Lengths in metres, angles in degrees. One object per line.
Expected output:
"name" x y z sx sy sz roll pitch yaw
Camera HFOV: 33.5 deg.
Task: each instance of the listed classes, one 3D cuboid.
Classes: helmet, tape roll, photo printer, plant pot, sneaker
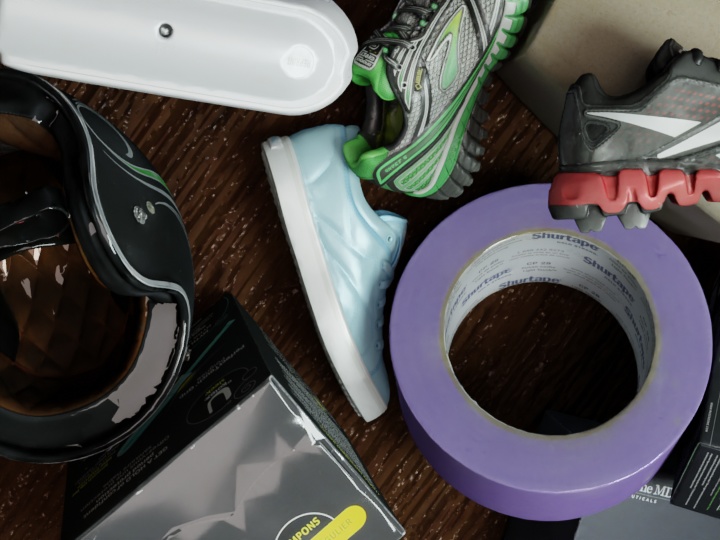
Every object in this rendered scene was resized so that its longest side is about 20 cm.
"helmet" -0.187 0.002 0.688 0.199 0.201 0.191 -30 149 -5
"tape roll" 0.119 0.052 0.769 0.197 0.085 0.202 -2 68 4
"photo printer" -0.102 -0.142 0.692 0.197 0.167 0.070 7 107 -15
"plant pot" 0.198 -0.148 0.753 0.176 0.200 0.201 28 94 -5
"sneaker" 0.000 0.000 0.791 0.081 0.074 0.202 -18 105 -4
"sneaker" 0.044 -0.139 0.724 0.084 0.078 0.202 1 112 -31
"sneaker" 0.196 -0.077 0.631 0.198 0.071 0.099 -5 92 8

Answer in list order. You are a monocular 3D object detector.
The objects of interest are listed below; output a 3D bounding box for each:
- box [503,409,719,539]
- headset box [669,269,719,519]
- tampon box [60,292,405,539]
"box" 0.210 0.221 0.867 0.198 0.104 0.184 15 99 -16
"headset box" 0.315 0.082 0.751 0.198 0.093 0.175 14 58 11
"tampon box" -0.086 0.128 0.731 0.150 0.200 0.127 -40 107 -2
